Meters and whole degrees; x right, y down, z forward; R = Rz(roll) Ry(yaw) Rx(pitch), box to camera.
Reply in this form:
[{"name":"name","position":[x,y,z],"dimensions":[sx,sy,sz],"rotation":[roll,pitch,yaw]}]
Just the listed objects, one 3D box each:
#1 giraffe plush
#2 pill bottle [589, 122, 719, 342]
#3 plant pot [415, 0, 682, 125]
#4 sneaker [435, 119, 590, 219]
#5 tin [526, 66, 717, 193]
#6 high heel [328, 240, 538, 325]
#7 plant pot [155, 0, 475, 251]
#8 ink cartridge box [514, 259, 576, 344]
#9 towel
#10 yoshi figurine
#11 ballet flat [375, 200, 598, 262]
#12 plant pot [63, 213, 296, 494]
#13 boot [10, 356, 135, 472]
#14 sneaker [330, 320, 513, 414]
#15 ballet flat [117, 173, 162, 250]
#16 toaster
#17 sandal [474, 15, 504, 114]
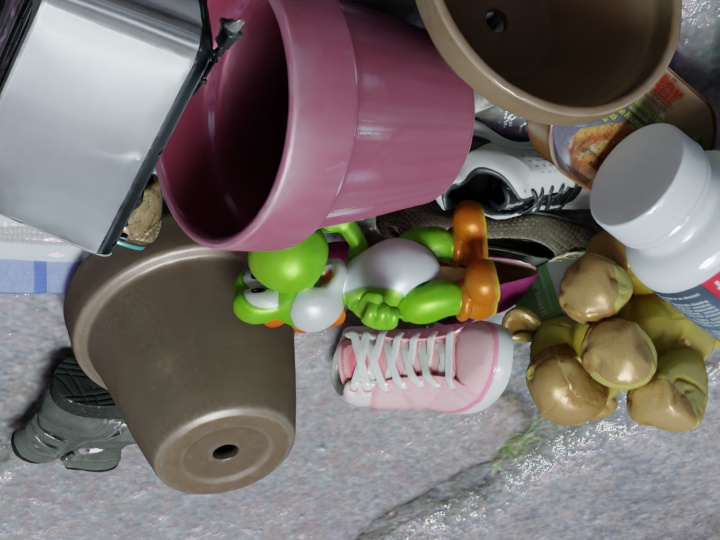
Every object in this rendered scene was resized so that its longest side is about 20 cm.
[{"name":"giraffe plush","position":[0.198,0.063,1.218],"dimensions":[0.162,0.173,0.200],"rotation":[-30,170,39]},{"name":"pill bottle","position":[0.272,-0.020,1.124],"dimensions":[0.200,0.120,0.120],"rotation":[33,120,-28]},{"name":"plant pot","position":[0.113,-0.188,1.020],"dimensions":[0.200,0.201,0.093],"rotation":[9,163,-21]},{"name":"sneaker","position":[0.135,-0.068,1.197],"dimensions":[0.199,0.080,0.074],"rotation":[4,131,-20]},{"name":"tin","position":[0.204,-0.111,1.146],"dimensions":[0.112,0.042,0.200],"rotation":[-51,137,10]},{"name":"high heel","position":[0.056,-0.004,1.249],"dimensions":[0.200,0.068,0.096],"rotation":[14,141,-45]},{"name":"plant pot","position":[-0.027,-0.112,1.049],"dimensions":[0.179,0.200,0.200],"rotation":[0,137,-36]},{"name":"ink cartridge box","position":[0.248,0.023,1.321],"dimensions":[0.200,0.067,0.117],"rotation":[-26,133,13]},{"name":"towel","position":[-0.267,-0.053,1.158],"dimensions":[0.146,0.024,0.200],"rotation":[1,134,-13]},{"name":"yoshi figurine","position":[-0.001,-0.006,1.113],"dimensions":[0.199,0.112,0.112],"rotation":[-8,96,-1]},{"name":"ballet flat","position":[0.108,-0.027,1.240],"dimensions":[0.199,0.046,0.067],"rotation":[9,162,-18]},{"name":"plant pot","position":[-0.130,0.079,1.197],"dimensions":[0.200,0.175,0.201],"rotation":[-11,140,-10]},{"name":"boot","position":[-0.207,0.141,1.351],"dimensions":[0.200,0.068,0.131],"rotation":[14,140,-22]},{"name":"sneaker","position":[0.042,0.084,1.278],"dimensions":[0.104,0.076,0.200],"rotation":[10,166,-27]},{"name":"ballet flat","position":[-0.237,-0.072,1.095],"dimensions":[0.200,0.071,0.065],"rotation":[15,103,-29]},{"name":"toaster","position":[-0.178,-0.140,0.969],"dimensions":[0.118,0.181,0.200],"rotation":[18,121,-26]},{"name":"sandal","position":[0.117,-0.160,1.114],"dimensions":[0.200,0.055,0.082],"rotation":[-31,134,10]}]
